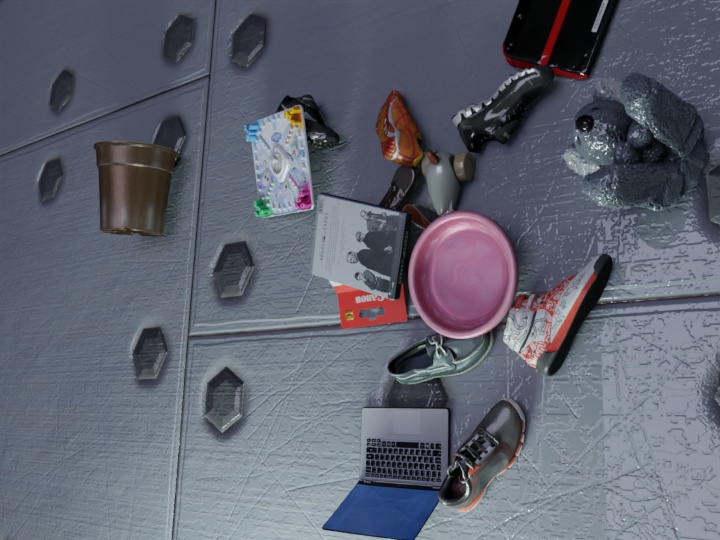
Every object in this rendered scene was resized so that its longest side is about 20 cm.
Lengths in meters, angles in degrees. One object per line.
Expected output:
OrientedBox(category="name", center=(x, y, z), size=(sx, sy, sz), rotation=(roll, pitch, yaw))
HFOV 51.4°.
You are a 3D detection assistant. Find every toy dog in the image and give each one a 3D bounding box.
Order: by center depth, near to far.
OrientedBox(category="toy dog", center=(0.135, -0.127, 1.294), size=(0.130, 0.095, 0.206), rotation=(-20, 67, 33))

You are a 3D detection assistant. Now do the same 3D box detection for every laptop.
OrientedBox(category="laptop", center=(0.043, 0.329, 1.245), size=(0.184, 0.115, 0.206), rotation=(-7, 75, 36))

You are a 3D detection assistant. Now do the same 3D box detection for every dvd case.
OrientedBox(category="dvd case", center=(-0.004, -0.046, 1.336), size=(0.196, 0.024, 0.155), rotation=(16, 104, 35))

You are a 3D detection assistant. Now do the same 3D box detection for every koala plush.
OrientedBox(category="koala plush", center=(0.383, -0.190, 1.098), size=(0.200, 0.180, 0.182), rotation=(44, 119, 57))

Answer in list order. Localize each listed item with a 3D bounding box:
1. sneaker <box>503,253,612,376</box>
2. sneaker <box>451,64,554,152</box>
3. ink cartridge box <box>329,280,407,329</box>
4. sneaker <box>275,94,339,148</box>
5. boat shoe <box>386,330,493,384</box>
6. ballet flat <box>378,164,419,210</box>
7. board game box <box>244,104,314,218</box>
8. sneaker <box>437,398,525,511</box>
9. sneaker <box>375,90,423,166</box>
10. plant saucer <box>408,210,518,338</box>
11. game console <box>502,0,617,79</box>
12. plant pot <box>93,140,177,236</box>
OrientedBox(category="sneaker", center=(0.294, 0.047, 1.146), size=(0.107, 0.067, 0.205), rotation=(34, 103, 35))
OrientedBox(category="sneaker", center=(0.247, -0.264, 1.262), size=(0.198, 0.066, 0.093), rotation=(-28, 66, 34))
OrientedBox(category="ink cartridge box", center=(0.000, 0.000, 1.376), size=(0.158, 0.050, 0.206), rotation=(-10, 84, 37))
OrientedBox(category="sneaker", center=(-0.110, -0.314, 1.541), size=(0.198, 0.066, 0.093), rotation=(28, 99, 41))
OrientedBox(category="boat shoe", center=(0.130, 0.141, 1.255), size=(0.197, 0.061, 0.075), rotation=(-26, 62, 30))
OrientedBox(category="ballet flat", center=(0.052, -0.108, 1.394), size=(0.067, 0.046, 0.203), rotation=(40, 110, 26))
OrientedBox(category="board game box", center=(-0.172, -0.218, 1.538), size=(0.197, 0.025, 0.206), rotation=(-3, 94, 51))
OrientedBox(category="sneaker", center=(0.186, 0.292, 1.163), size=(0.077, 0.081, 0.204), rotation=(33, 100, 38))
OrientedBox(category="sneaker", center=(0.073, -0.259, 1.390), size=(0.073, 0.075, 0.203), rotation=(-53, 29, 40))
OrientedBox(category="plant saucer", center=(0.171, 0.007, 1.220), size=(0.196, 0.050, 0.207), rotation=(-2, 86, 36))
OrientedBox(category="game console", center=(0.339, -0.431, 1.254), size=(0.174, 0.031, 0.205), rotation=(23, 94, 35))
OrientedBox(category="plant pot", center=(-0.543, -0.189, 1.792), size=(0.196, 0.198, 0.205), rotation=(1, 87, 37))
